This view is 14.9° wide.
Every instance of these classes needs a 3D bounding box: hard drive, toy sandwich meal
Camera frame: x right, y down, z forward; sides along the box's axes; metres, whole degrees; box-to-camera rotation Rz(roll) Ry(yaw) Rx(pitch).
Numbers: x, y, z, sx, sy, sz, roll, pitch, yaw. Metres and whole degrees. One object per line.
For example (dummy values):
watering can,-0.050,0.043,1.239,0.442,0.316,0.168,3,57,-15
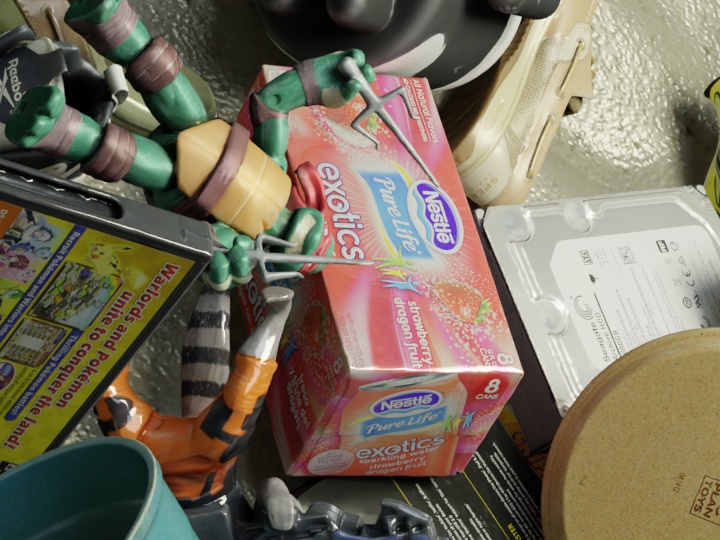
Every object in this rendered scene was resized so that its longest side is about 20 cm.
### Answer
hard drive,0.150,0.024,1.571,0.200,0.038,0.140,-6,68,-42
toy sandwich meal,0.195,0.121,1.441,0.070,0.205,0.206,34,33,-76

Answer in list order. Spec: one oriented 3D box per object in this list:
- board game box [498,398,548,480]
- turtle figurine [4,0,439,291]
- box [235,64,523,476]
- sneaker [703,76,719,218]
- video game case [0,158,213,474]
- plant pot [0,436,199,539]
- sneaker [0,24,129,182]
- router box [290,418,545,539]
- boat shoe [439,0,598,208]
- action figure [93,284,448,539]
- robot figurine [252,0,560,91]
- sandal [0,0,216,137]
board game box,0.146,0.105,1.565,0.200,0.030,0.096,45,48,-6
turtle figurine,-0.064,-0.048,1.302,0.200,0.101,0.150,33,51,-22
box,0.000,0.000,1.424,0.102,0.095,0.200,3,51,-25
sneaker,0.253,-0.031,1.691,0.075,0.076,0.201,10,79,-49
video game case,-0.193,0.023,1.236,0.180,0.200,0.026,18,42,-29
plant pot,-0.120,0.208,1.209,0.188,0.200,0.200,55,45,-21
sneaker,-0.199,-0.072,1.327,0.199,0.130,0.080,1,65,-37
router box,0.054,0.175,1.439,0.149,0.051,0.200,-32,88,-41
boat shoe,0.102,-0.116,1.623,0.064,0.071,0.200,41,59,-18
action figure,-0.053,0.100,1.332,0.105,0.199,0.194,-53,141,-76
robot figurine,0.015,-0.164,1.511,0.150,0.125,0.200,52,17,17
sandal,-0.155,-0.130,1.430,0.201,0.057,0.080,22,40,-30
